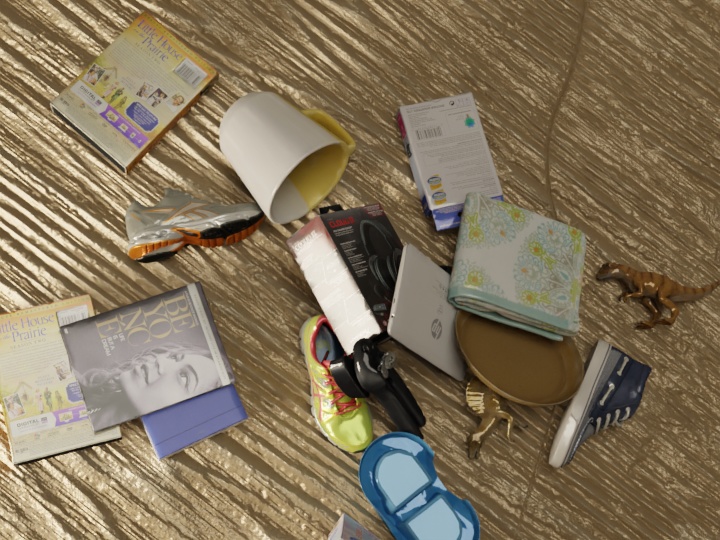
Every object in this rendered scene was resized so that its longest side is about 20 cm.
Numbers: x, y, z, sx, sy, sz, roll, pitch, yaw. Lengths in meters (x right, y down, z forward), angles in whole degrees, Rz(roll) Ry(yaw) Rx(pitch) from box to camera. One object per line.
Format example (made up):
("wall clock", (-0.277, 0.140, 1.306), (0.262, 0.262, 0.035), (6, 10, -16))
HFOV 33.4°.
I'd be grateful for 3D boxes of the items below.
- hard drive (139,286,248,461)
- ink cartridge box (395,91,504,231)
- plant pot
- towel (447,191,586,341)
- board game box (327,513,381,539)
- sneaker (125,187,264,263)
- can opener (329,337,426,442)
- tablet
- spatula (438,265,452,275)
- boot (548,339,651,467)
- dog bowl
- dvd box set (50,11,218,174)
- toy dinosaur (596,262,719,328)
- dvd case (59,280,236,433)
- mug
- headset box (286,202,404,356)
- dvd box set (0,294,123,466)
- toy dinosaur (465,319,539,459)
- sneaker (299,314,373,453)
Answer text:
("hard drive", (-0.253, 0.137, 1.625), (0.131, 0.025, 0.201), (-23, 79, -16))
("ink cartridge box", (0.135, -0.157, 1.777), (0.118, 0.042, 0.202), (-12, 73, -13))
("plant pot", (0.218, 0.113, 1.675), (0.198, 0.028, 0.201), (15, 43, -15))
("towel", (0.226, -0.004, 1.702), (0.198, 0.048, 0.173), (19, 60, -13))
("board game box", (0.046, 0.392, 1.507), (0.199, 0.200, 0.041), (35, 87, 3))
("sneaker", (-0.233, -0.080, 1.673), (0.198, 0.076, 0.093), (-12, 68, -16))
("can opener", (0.037, 0.160, 1.603), (0.200, 0.078, 0.064), (48, 47, -40))
("tablet", (0.103, 0.060, 1.646), (0.014, 0.200, 0.131), (-2, 66, 36))
("spatula", (0.206, 0.014, 1.743), (0.198, 0.021, 0.057), (7, 45, -3))
("boot", (0.339, 0.199, 1.684), (0.090, 0.073, 0.201), (26, 70, 5))
("dog bowl", (0.074, 0.313, 1.614), (0.111, 0.050, 0.201), (-34, 83, -18))
("dvd box set", (-0.323, -0.257, 1.722), (0.146, 0.029, 0.200), (39, 72, 4))
("toy dinosaur", (0.448, 0.033, 1.763), (0.198, 0.060, 0.107), (13, 70, -6))
("dvd case", (-0.283, 0.113, 1.602), (0.198, 0.016, 0.150), (-18, 78, -17))
("mug", (-0.112, -0.169, 1.701), (0.153, 0.186, 0.150), (45, 102, 20))
("headset box", (0.000, 0.000, 1.649), (0.148, 0.077, 0.201), (-13, 72, -53))
("dvd box set", (-0.408, 0.144, 1.592), (0.145, 0.029, 0.202), (-13, 77, -14))
("toy dinosaur", (0.196, 0.165, 1.676), (0.100, 0.058, 0.202), (11, 74, -9))
("sneaker", (-0.033, 0.150, 1.625), (0.077, 0.090, 0.202), (-19, 78, -16))
